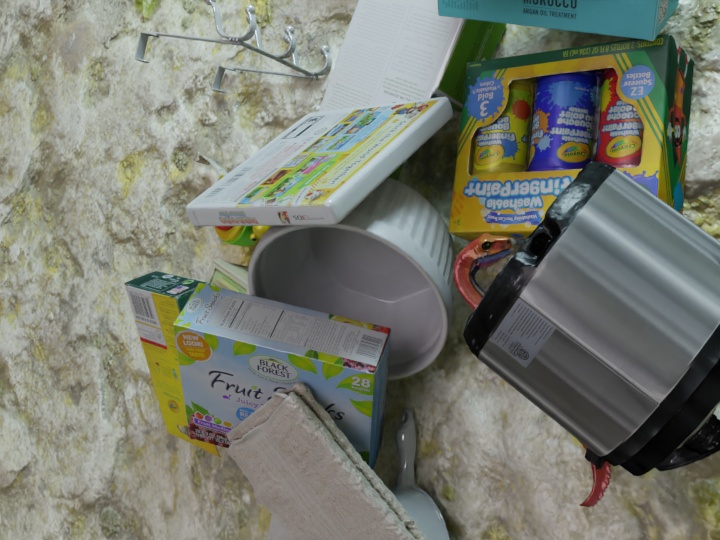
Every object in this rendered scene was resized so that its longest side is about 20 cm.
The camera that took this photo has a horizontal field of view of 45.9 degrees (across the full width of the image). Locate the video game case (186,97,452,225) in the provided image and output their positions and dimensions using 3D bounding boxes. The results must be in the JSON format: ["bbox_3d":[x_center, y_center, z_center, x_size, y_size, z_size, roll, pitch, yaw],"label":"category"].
[{"bbox_3d":[-0.037,-0.101,0.786,0.180,0.200,0.023,2,124,40],"label":"video game case"}]

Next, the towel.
[{"bbox_3d":[-0.037,0.207,0.795,0.201,0.034,0.132,50,131,1],"label":"towel"}]

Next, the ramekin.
[{"bbox_3d":[0.000,0.000,0.824,0.198,0.201,0.106,-18,32,34],"label":"ramekin"}]

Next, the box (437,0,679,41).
[{"bbox_3d":[0.172,-0.251,0.746,0.198,0.082,0.050,16,133,28],"label":"box"}]

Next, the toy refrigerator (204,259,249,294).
[{"bbox_3d":[-0.105,0.064,0.969,0.199,0.070,0.077,31,101,38],"label":"toy refrigerator"}]

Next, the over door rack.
[{"bbox_3d":[-0.153,-0.272,1.021,0.198,0.147,0.068,2,85,37],"label":"over door rack"}]

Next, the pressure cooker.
[{"bbox_3d":[0.194,0.046,0.609,0.199,0.176,0.179,38,80,13],"label":"pressure cooker"}]

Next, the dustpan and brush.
[{"bbox_3d":[0.040,0.240,0.840,0.139,0.057,0.203,-15,79,48],"label":"dustpan and brush"}]

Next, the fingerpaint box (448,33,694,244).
[{"bbox_3d":[0.186,-0.110,0.771,0.198,0.073,0.170,3,82,38],"label":"fingerpaint box"}]

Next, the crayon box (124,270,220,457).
[{"bbox_3d":[-0.205,0.108,1.004,0.126,0.050,0.203,10,117,48],"label":"crayon box"}]

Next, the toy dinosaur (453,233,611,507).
[{"bbox_3d":[0.151,0.057,0.715,0.180,0.201,0.105,33,123,-8],"label":"toy dinosaur"}]

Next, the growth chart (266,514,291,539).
[{"bbox_3d":[-0.069,0.330,0.906,0.144,0.018,0.203,13,89,51],"label":"growth chart"}]

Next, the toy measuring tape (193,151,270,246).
[{"bbox_3d":[-0.165,-0.081,1.050,0.200,0.073,0.074,39,105,44],"label":"toy measuring tape"}]

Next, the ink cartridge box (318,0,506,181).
[{"bbox_3d":[0.043,-0.196,0.900,0.147,0.075,0.202,28,100,37],"label":"ink cartridge box"}]

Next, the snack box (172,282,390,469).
[{"bbox_3d":[-0.075,0.113,0.835,0.197,0.068,0.170,12,131,10],"label":"snack box"}]
